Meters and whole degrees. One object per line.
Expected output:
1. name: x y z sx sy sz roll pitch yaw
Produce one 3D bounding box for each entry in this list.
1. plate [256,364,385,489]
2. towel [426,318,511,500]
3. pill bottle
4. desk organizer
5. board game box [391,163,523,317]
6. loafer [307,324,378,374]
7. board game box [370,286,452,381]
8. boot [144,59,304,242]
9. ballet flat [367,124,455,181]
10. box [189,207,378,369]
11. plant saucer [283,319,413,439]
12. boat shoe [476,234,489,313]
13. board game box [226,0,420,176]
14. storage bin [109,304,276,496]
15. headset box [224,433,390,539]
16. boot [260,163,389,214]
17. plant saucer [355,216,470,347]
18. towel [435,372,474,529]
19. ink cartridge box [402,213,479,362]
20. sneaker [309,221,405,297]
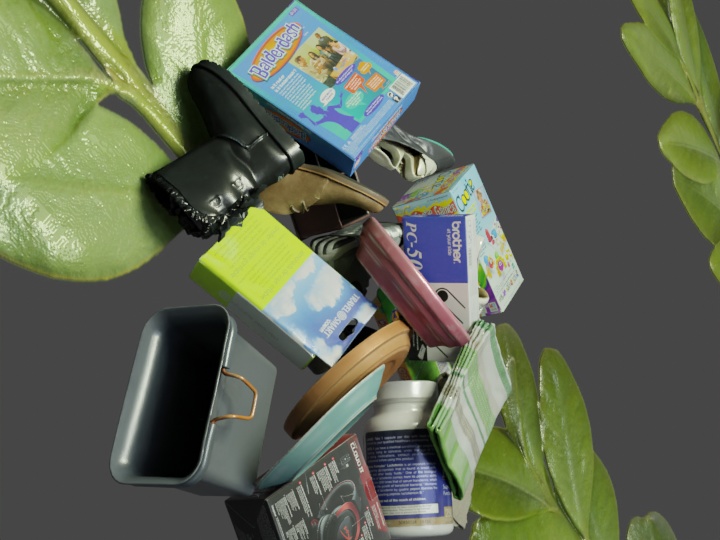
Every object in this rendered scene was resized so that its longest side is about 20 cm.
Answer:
1. plate: -0.037 0.184 1.273 0.026 0.200 0.200 46 42 7
2. towel: 0.151 0.183 1.488 0.200 0.031 0.149 -60 140 -40
3. pill bottle: 0.061 0.250 1.490 0.116 0.115 0.201 10 74 -49
4. desk organizer: -0.063 -0.148 1.468 0.072 0.077 0.201 -27 102 -50
5. board game box: 0.146 -0.038 1.667 0.105 0.103 0.200 -47 118 -52
6. loafer: -0.048 0.097 1.434 0.200 0.073 0.073 18 73 -45
7. board game box: 0.071 0.091 1.597 0.096 0.030 0.200 -48 126 -45
8. boot: -0.180 -0.140 1.317 0.162 0.073 0.198 -40 78 -22
9. ballet flat: 0.059 -0.169 1.629 0.200 0.073 0.073 25 62 -38
10. box: -0.090 0.025 1.348 0.200 0.048 0.122 40 50 -1
11. plant saucer: -0.009 0.140 1.378 0.032 0.200 0.200 47 38 13
12. boat shoe: 0.148 0.041 1.599 0.071 0.069 0.201 -54 148 -61
13. board game box: -0.049 -0.233 1.419 0.200 0.045 0.152 36 64 7
14. storage bin: -0.163 0.155 1.238 0.134 0.145 0.201 39 53 -50
15. headset box: -0.054 0.300 1.371 0.200 0.075 0.149 -29 104 -49
16. boot: -0.064 -0.096 1.390 0.074 0.199 0.076 21 87 -83
17. plant saucer: 0.059 0.024 1.418 0.051 0.201 0.201 -39 120 0
18. towel: 0.129 0.264 1.618 0.133 0.034 0.201 44 53 -47
19. ink cartridge box: 0.111 0.024 1.541 0.044 0.094 0.201 -18 106 -64
20. sneaker: 0.000 0.000 1.527 0.200 0.075 0.116 -18 109 -52
